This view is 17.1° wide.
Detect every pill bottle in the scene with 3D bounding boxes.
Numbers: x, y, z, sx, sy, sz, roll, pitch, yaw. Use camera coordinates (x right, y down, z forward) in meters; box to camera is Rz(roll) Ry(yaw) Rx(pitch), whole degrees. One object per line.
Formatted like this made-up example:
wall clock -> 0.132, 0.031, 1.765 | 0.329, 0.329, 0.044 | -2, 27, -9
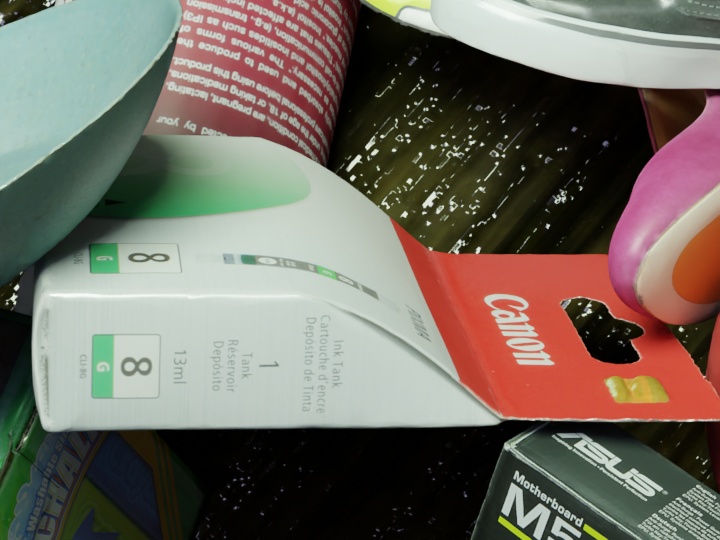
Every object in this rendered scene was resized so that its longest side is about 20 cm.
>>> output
pill bottle -> -0.065, -0.059, 0.884 | 0.113, 0.113, 0.200 | 4, 67, 18

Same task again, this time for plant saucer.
plant saucer -> -0.133, -0.018, 0.707 | 0.201, 0.039, 0.201 | -25, 21, 10

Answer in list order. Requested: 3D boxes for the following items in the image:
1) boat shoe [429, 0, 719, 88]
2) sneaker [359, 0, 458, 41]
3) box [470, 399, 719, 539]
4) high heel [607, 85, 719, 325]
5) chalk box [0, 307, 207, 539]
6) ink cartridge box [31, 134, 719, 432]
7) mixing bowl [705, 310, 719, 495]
boat shoe -> 0.124, -0.093, 0.788 | 0.200, 0.057, 0.069 | 5, 23, -8
sneaker -> 0.087, -0.128, 0.852 | 0.200, 0.074, 0.081 | -4, 107, 4
box -> 0.102, 0.169, 0.700 | 0.200, 0.047, 0.193 | 34, 124, 27
high heel -> 0.101, -0.043, 0.802 | 0.096, 0.067, 0.200 | 27, 34, 19
chalk box -> -0.153, 0.079, 0.796 | 0.124, 0.200, 0.124 | 14, 71, 22
ink cartridge box -> 0.000, 0.000, 0.740 | 0.200, 0.161, 0.050 | -2, 109, -7
mixing bowl -> 0.179, 0.042, 0.744 | 0.108, 0.200, 0.200 | -4, 61, 47
